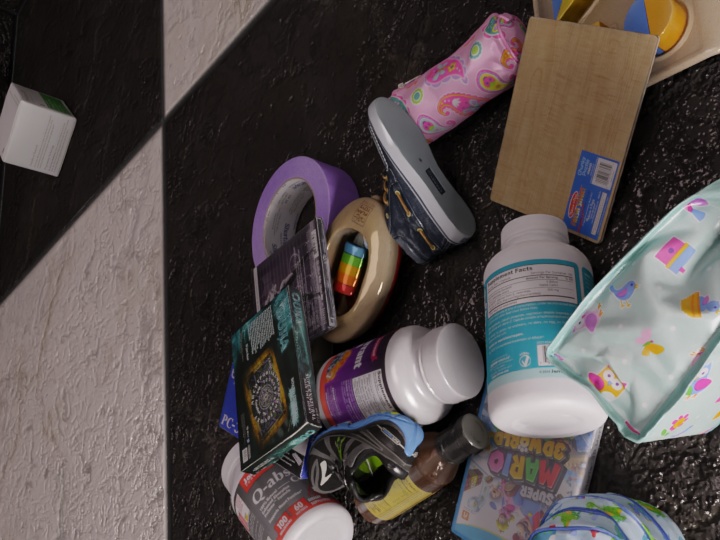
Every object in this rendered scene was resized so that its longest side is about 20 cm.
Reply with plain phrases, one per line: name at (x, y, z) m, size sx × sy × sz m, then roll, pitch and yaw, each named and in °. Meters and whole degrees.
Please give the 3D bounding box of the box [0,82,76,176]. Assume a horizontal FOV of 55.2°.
box at (-1.008, -0.435, 2.128) m, size 0.199 × 0.169 × 0.203 m, roll 40°, pitch 111°, yaw 46°

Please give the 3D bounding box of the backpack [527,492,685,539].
backpack at (0.213, 0.291, 0.572) m, size 0.162 × 0.152 × 0.205 m, roll -22°, pitch 51°, yaw 51°

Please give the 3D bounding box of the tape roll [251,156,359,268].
tape roll at (-0.086, -0.066, 1.050) m, size 0.198 × 0.065 × 0.206 m, roll -15°, pitch 69°, yaw 45°

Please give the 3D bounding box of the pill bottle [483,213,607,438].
pill bottle at (0.175, 0.050, 0.671) m, size 0.110 × 0.110 × 0.204 m, roll -25°, pitch 51°, yaw 42°

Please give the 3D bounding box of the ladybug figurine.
ladybug figurine at (0.000, 0.000, 0.924) m, size 0.135 × 0.071 × 0.204 m, roll 30°, pitch 103°, yaw 42°

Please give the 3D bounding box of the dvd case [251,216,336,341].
dvd case at (-0.098, 0.036, 0.967) m, size 0.199 × 0.016 × 0.152 m, roll -32°, pitch 60°, yaw 48°

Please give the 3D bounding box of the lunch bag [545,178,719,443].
lunch bag at (0.269, 0.026, 0.536) m, size 0.122 × 0.168 × 0.202 m, roll 47°, pitch 113°, yaw 37°

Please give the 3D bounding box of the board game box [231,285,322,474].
board game box at (-0.114, 0.138, 0.891) m, size 0.135 × 0.028 × 0.203 m, roll -38°, pitch 46°, yaw 30°

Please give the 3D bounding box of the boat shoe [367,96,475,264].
boat shoe at (0.051, -0.104, 0.844) m, size 0.090 × 0.070 × 0.203 m, roll -33°, pitch 89°, yaw 41°

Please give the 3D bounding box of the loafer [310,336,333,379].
loafer at (-0.062, 0.155, 0.970) m, size 0.069 × 0.069 × 0.205 m, roll 9°, pitch 89°, yaw 36°

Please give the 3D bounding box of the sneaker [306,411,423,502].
sneaker at (-0.007, 0.221, 0.782) m, size 0.199 × 0.070 × 0.084 m, roll -35°, pitch 26°, yaw 46°

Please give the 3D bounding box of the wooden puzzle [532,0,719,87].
wooden puzzle at (0.265, -0.273, 0.711) m, size 0.198 × 0.046 × 0.190 m, roll -19°, pitch 67°, yaw 45°

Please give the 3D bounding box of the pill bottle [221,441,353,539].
pill bottle at (-0.107, 0.317, 0.936) m, size 0.199 × 0.114 × 0.118 m, roll 30°, pitch 102°, yaw 48°

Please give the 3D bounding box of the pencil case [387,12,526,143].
pencil case at (0.117, -0.226, 0.840) m, size 0.198 × 0.086 × 0.090 m, roll -27°, pitch 61°, yaw 41°

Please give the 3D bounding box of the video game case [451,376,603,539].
video game case at (0.172, 0.204, 0.718) m, size 0.142 × 0.018 × 0.205 m, roll 14°, pitch 91°, yaw 49°

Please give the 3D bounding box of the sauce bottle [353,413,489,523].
sauce bottle at (0.069, 0.226, 0.789) m, size 0.200 × 0.064 × 0.066 m, roll -45°, pitch 50°, yaw 36°

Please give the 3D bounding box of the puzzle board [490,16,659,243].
puzzle board at (0.216, -0.149, 0.721) m, size 0.150 × 0.017 × 0.205 m, roll 30°, pitch 119°, yaw 44°

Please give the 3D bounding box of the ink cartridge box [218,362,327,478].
ink cartridge box at (-0.117, 0.198, 0.937) m, size 0.198 × 0.044 × 0.096 m, roll 13°, pitch 91°, yaw 47°

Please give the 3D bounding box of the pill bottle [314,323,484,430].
pill bottle at (0.045, 0.131, 0.812) m, size 0.198 × 0.110 × 0.114 m, roll -26°, pitch 61°, yaw 42°
